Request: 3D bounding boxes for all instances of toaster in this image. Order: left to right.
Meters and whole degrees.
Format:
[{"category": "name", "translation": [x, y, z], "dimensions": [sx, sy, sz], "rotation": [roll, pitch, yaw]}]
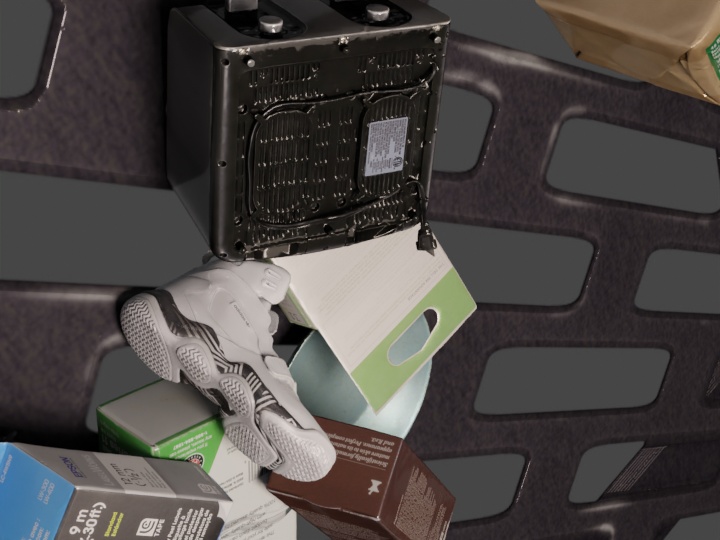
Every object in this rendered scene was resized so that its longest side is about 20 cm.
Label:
[{"category": "toaster", "translation": [-0.039, -0.105, 1.005], "dimensions": [0.180, 0.119, 0.200], "rotation": [-11, 126, -23]}]

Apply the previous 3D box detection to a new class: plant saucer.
[{"category": "plant saucer", "translation": [-0.016, 0.106, 1.247], "dimensions": [0.201, 0.039, 0.201], "rotation": [-24, 127, -37]}]

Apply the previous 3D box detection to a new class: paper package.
[{"category": "paper package", "translation": [0.292, -0.279, 1.265], "dimensions": [0.200, 0.190, 0.103], "rotation": [-57, 140, -7]}]

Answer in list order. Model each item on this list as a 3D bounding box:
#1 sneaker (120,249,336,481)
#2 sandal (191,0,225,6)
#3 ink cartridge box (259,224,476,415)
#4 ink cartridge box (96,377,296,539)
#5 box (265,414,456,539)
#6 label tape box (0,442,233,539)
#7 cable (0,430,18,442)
[{"category": "sneaker", "translation": [-0.076, 0.063, 1.051], "dimensions": [0.115, 0.200, 0.075], "rotation": [-42, 163, -34]}, {"category": "sandal", "translation": [-0.043, -0.174, 1.063], "dimensions": [0.200, 0.048, 0.075], "rotation": [-3, 111, -46]}, {"category": "ink cartridge box", "translation": [0.000, 0.000, 1.166], "dimensions": [0.146, 0.048, 0.200], "rotation": [-45, 122, -23]}, {"category": "ink cartridge box", "translation": [-0.129, 0.185, 1.129], "dimensions": [0.146, 0.083, 0.200], "rotation": [-22, 124, -40]}, {"category": "box", "translation": [0.005, 0.188, 1.164], "dimensions": [0.200, 0.100, 0.075], "rotation": [53, 52, -63]}, {"category": "label tape box", "translation": [-0.205, 0.201, 0.968], "dimensions": [0.200, 0.066, 0.144], "rotation": [13, 105, -42]}, {"category": "cable", "translation": [-0.282, 0.210, 1.000], "dimensions": [0.163, 0.051, 0.200], "rotation": [27, 88, -51]}]
